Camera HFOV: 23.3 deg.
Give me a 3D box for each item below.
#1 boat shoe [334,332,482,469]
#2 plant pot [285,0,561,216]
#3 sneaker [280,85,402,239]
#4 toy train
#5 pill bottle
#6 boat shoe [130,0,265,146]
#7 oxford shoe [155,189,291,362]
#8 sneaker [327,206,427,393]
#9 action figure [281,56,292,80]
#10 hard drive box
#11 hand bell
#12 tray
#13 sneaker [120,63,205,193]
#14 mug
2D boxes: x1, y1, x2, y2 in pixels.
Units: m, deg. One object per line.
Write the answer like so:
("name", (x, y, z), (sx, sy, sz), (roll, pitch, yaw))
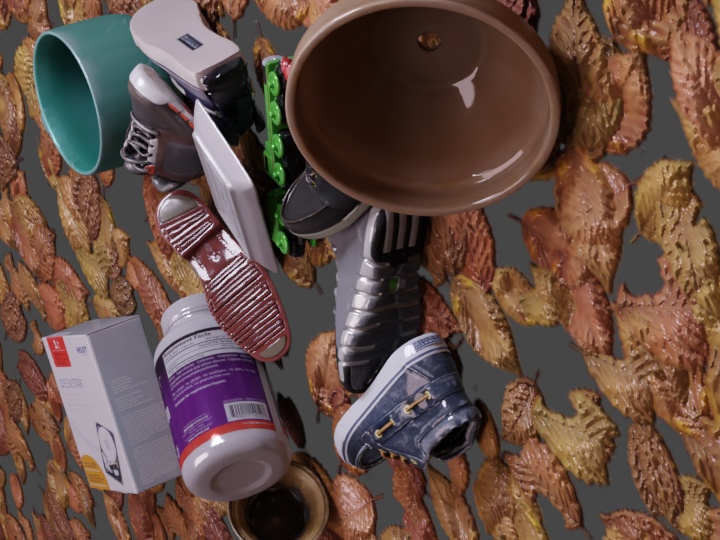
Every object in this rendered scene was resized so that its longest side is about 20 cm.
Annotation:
("boat shoe", (0.039, 0.145, 1.532), (0.091, 0.071, 0.201), (61, 148, 23))
("plant pot", (0.048, -0.143, 1.276), (0.201, 0.200, 0.093), (105, 175, -46))
("sneaker", (-0.028, -0.099, 1.421), (0.200, 0.106, 0.075), (-34, 42, 43))
("toy train", (-0.068, -0.106, 1.597), (0.056, 0.042, 0.201), (-133, 35, -53))
("pill bottle", (-0.145, 0.126, 1.769), (0.113, 0.112, 0.201), (109, 149, -49))
("boat shoe", (-0.157, -0.189, 1.668), (0.200, 0.074, 0.093), (48, 163, 52))
("oxford shoe", (-0.129, 0.005, 1.764), (0.201, 0.070, 0.075), (57, -176, 9))
("sneaker", (0.000, 0.000, 1.524), (0.116, 0.075, 0.201), (45, 133, 45))
("action figure", (-0.022, -0.172, 1.452), (0.099, 0.065, 0.200), (54, 147, 14))
("hard drive box", (-0.299, 0.162, 2.118), (0.156, 0.076, 0.201), (-8, 100, 60))
("hand bell", (-0.092, 0.284, 1.857), (0.104, 0.104, 0.200), (58, 162, 20))
("tray", (-0.122, -0.072, 1.651), (0.108, 0.022, 0.200), (55, 170, 22))
("sneaker", (-0.194, -0.124, 1.680), (0.077, 0.082, 0.200), (50, 175, 24))
("mug", (-0.259, -0.191, 1.791), (0.185, 0.114, 0.153), (36, 137, 46))
